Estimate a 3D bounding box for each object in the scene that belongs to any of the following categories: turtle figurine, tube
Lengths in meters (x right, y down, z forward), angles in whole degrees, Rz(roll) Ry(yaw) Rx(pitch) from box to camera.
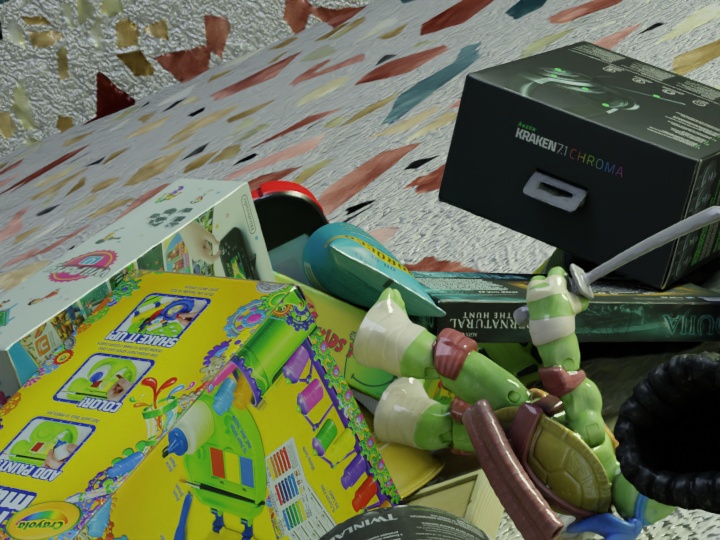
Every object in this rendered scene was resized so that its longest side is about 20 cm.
[{"bbox_3d":[0.108,0.058,1.072,0.193,0.201,0.144,16,-7,29],"label":"turtle figurine"},{"bbox_3d":[0.000,0.000,1.197,0.051,0.077,0.200,-64,10,0],"label":"tube"}]

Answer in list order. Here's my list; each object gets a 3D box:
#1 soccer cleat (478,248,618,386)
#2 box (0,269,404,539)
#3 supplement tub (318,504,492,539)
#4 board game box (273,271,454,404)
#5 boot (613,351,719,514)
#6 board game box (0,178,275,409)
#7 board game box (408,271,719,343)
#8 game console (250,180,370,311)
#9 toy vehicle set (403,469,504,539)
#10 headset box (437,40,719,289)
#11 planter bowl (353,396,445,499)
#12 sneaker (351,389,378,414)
[{"bbox_3d":[0.127,0.034,1.353,0.200,0.065,0.084,-40,-9,-28],"label":"soccer cleat"},{"bbox_3d":[-0.089,0.138,0.979,0.122,0.200,0.193,5,42,39],"label":"box"},{"bbox_3d":[0.030,0.190,0.842,0.122,0.123,0.200,-27,15,1],"label":"supplement tub"},{"bbox_3d":[-0.010,0.048,1.259,0.200,0.102,0.048,22,85,33],"label":"board game box"},{"bbox_3d":[0.231,0.062,0.860,0.211,0.080,0.158,-30,-31,20],"label":"boot"},{"bbox_3d":[-0.126,0.057,1.076,0.064,0.148,0.200,5,30,39],"label":"board game box"},{"bbox_3d":[0.128,0.023,1.228,0.199,0.028,0.135,1,7,-12],"label":"board game box"},{"bbox_3d":[-0.078,0.042,1.386,0.176,0.200,0.031,-28,34,3],"label":"game console"},{"bbox_3d":[-0.018,0.184,1.129,0.199,0.027,0.124,-21,16,21],"label":"toy vehicle set"},{"bbox_3d":[0.173,-0.075,1.305,0.174,0.093,0.200,23,23,24],"label":"headset box"},{"bbox_3d":[-0.053,0.120,1.214,0.200,0.084,0.200,-22,3,1],"label":"planter bowl"},{"bbox_3d":[-0.079,0.118,1.361,0.200,0.074,0.116,-6,-35,-39],"label":"sneaker"}]
